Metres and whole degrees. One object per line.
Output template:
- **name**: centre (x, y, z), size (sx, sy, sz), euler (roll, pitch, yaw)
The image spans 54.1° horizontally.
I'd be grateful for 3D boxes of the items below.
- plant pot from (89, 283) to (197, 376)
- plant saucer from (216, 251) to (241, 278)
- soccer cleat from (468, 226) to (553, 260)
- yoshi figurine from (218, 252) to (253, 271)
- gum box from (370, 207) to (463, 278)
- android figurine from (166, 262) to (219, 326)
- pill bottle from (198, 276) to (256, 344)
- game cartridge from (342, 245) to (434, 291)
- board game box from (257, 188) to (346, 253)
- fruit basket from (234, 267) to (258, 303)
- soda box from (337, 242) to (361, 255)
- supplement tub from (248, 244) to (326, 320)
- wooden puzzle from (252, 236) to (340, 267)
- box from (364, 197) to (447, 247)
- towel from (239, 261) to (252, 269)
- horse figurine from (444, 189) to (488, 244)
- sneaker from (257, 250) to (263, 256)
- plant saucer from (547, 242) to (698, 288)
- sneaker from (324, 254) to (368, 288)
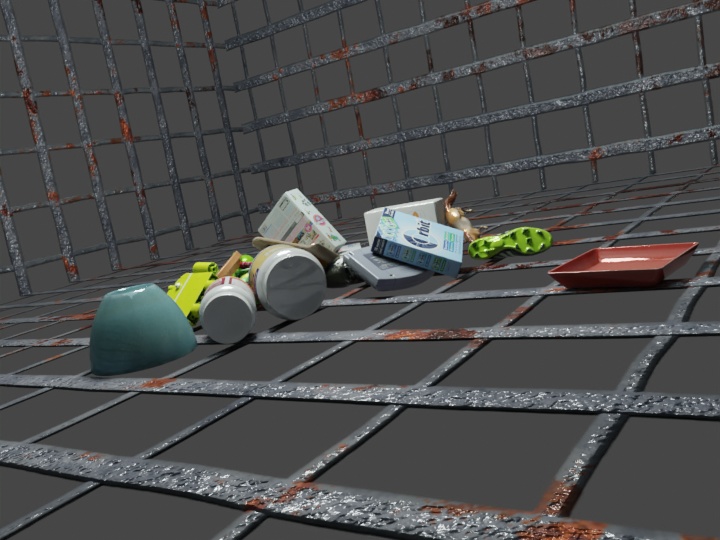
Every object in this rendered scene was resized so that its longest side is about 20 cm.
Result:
- **plant pot**: centre (-0.420, 0.101, 1.330), size (0.198, 0.136, 0.200), euler (-10, 9, 2)
- **plant saucer**: centre (-0.353, 0.038, 1.699), size (0.201, 0.032, 0.200), euler (-48, 9, 10)
- **soccer cleat**: centre (0.353, -0.061, 1.657), size (0.198, 0.068, 0.081), euler (-8, -4, 21)
- **yoshi figurine**: centre (-0.357, 0.011, 1.956), size (0.199, 0.113, 0.112), euler (-14, 2, -39)
- **gum box**: centre (0.133, -0.067, 1.596), size (0.198, 0.045, 0.170), euler (17, 28, 2)
- **android figurine**: centre (-0.385, 0.061, 1.577), size (0.199, 0.041, 0.183), euler (1, 56, 46)
- **pill bottle**: centre (-0.255, 0.077, 1.362), size (0.108, 0.111, 0.200), euler (-12, 8, -8)
- **game cartridge**: centre (0.073, -0.011, 1.554), size (0.199, 0.042, 0.133), euler (-14, 46, -42)
- **board game box**: centre (-0.157, -0.093, 1.882), size (0.148, 0.200, 0.064), euler (-48, -9, 31)
- **fruit basket**: centre (-0.229, 0.021, 1.670), size (0.183, 0.095, 0.200), euler (-12, -10, -8)
- **soda box**: centre (-0.025, -0.030, 1.924), size (0.067, 0.064, 0.200), euler (-11, 8, 0)
- **supplement tub**: centre (-0.151, 0.023, 1.458), size (0.144, 0.147, 0.200), euler (-13, 8, -14)
- **wooden puzzle**: centre (-0.143, -0.032, 1.741), size (0.198, 0.038, 0.185), euler (5, -15, 33)
- **box**: centre (0.128, -0.101, 1.890), size (0.198, 0.154, 0.106), euler (-7, 9, 20)
- **towel**: centre (-0.210, 0.003, 1.842), size (0.198, 0.023, 0.144), euler (-3, -23, 41)
- **horse figurine**: centre (0.282, -0.124, 1.882), size (0.050, 0.201, 0.132), euler (-47, -17, 32)
- **sneaker**: centre (-0.192, -0.014, 1.973), size (0.197, 0.076, 0.079), euler (10, -7, -10)
- **plant saucer**: centre (0.462, -0.007, 1.235), size (0.198, 0.037, 0.199), euler (-3, 13, 43)
- **sneaker**: centre (0.000, 0.000, 1.651), size (0.197, 0.077, 0.114), euler (-11, 9, 1)
